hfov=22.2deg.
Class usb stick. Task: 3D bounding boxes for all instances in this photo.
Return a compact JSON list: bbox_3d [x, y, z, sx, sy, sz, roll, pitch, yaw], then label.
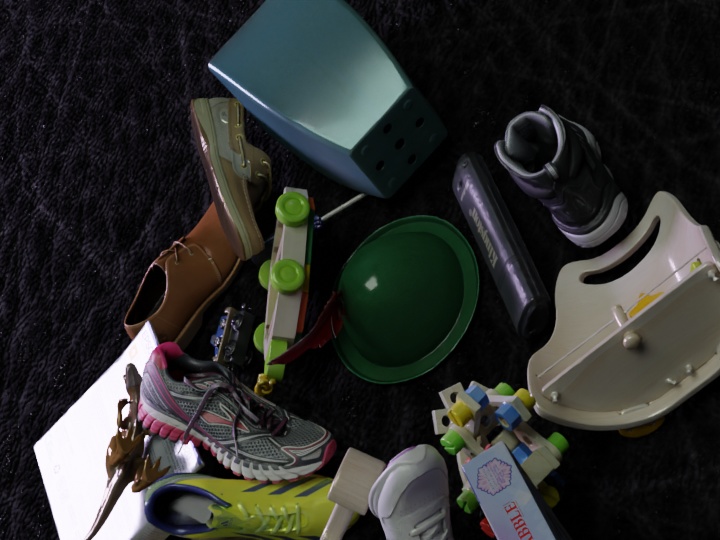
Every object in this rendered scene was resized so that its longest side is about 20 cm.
[{"bbox_3d":[0.128,-0.025,1.674,0.032,0.056,0.201,-9,49,-15],"label":"usb stick"}]

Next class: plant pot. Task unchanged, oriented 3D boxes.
[{"bbox_3d":[-0.017,-0.171,1.803,0.142,0.141,0.200,-47,51,-3],"label":"plant pot"}]

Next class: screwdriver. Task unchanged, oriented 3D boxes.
[{"bbox_3d":[-0.026,-0.058,1.821,0.199,0.028,0.029,-30,8,17],"label":"screwdriver"}]

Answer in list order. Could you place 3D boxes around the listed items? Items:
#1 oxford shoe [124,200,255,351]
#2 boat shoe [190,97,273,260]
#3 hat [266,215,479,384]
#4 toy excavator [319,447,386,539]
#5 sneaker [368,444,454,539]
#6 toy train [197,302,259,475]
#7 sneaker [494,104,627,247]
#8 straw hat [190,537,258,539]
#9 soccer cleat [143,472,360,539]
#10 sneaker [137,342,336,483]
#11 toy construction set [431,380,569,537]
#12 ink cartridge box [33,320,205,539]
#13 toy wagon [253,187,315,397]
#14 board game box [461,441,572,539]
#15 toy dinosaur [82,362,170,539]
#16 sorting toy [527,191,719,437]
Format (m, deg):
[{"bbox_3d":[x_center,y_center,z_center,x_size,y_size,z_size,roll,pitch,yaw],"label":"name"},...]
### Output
[{"bbox_3d":[-0.173,-0.007,1.867,0.071,0.071,0.201,12,65,42],"label":"oxford shoe"},{"bbox_3d":[-0.122,-0.101,1.858,0.066,0.074,0.202,-13,58,-9],"label":"boat shoe"},{"bbox_3d":[0.000,0.000,1.664,0.165,0.176,0.201,-36,49,14],"label":"hat"},{"bbox_3d":[-0.045,0.270,1.554,0.099,0.195,0.201,22,57,3],"label":"toy excavator"},{"bbox_3d":[0.059,0.224,1.504,0.074,0.201,0.100,-29,49,-24],"label":"sneaker"},{"bbox_3d":[-0.141,0.127,1.795,0.046,0.034,0.202,-8,61,47],"label":"toy train"},{"bbox_3d":[0.165,-0.110,1.636,0.075,0.114,0.201,-39,34,10],"label":"sneaker"},{"bbox_3d":[-0.143,0.299,1.658,0.199,0.085,0.203,-17,56,27],"label":"straw hat"},{"bbox_3d":[-0.099,0.217,1.643,0.198,0.084,0.066,2,95,10],"label":"soccer cleat"},{"bbox_3d":[-0.115,0.131,1.660,0.198,0.081,0.075,18,119,17],"label":"sneaker"},{"bbox_3d":[0.106,0.150,1.517,0.092,0.131,0.200,-42,3,-7],"label":"toy construction set"},{"bbox_3d":[-0.229,0.186,1.795,0.200,0.040,0.201,-46,45,21],"label":"ink cartridge box"},{"bbox_3d":[-0.073,0.026,1.736,0.039,0.156,0.202,6,64,-7],"label":"toy wagon"},{"bbox_3d":[0.162,0.256,1.381,0.041,0.200,0.200,-31,49,5],"label":"board game box"},{"bbox_3d":[-0.224,0.189,1.730,0.106,0.060,0.202,-22,47,67],"label":"toy dinosaur"},{"bbox_3d":[0.233,0.023,1.544,0.200,0.107,0.181,-40,36,23],"label":"sorting toy"}]
